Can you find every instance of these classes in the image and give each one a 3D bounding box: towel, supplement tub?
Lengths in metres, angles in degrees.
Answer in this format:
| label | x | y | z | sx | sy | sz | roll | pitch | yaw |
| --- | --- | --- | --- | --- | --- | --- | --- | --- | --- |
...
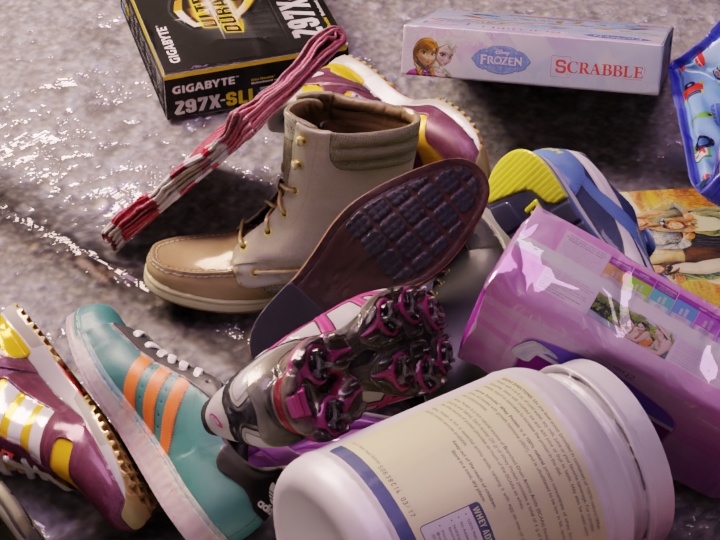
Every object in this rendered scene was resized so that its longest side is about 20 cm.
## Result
| label | x | y | z | sx | sy | sz | roll | pitch | yaw |
| --- | --- | --- | --- | --- | --- | --- | --- | --- | --- |
| towel | -0.103 | -0.097 | 1.466 | 0.023 | 0.200 | 0.144 | 48 | 44 | -7 |
| supplement tub | 0.066 | 0.142 | 1.154 | 0.200 | 0.145 | 0.145 | -21 | 41 | -24 |

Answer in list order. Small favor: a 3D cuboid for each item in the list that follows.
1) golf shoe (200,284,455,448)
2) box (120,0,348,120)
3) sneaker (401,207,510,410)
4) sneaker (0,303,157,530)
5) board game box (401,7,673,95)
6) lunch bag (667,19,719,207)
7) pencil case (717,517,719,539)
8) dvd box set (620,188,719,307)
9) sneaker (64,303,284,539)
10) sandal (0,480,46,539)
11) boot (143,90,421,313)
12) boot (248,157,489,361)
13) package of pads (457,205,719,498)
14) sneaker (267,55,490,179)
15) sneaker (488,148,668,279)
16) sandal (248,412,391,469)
| label | x | y | z | sx | sy | sz | roll | pitch | yaw |
| --- | --- | --- | --- | --- | --- | --- | --- | --- | --- |
| golf shoe | -0.017 | 0.057 | 1.223 | 0.092 | 0.073 | 0.200 | -12 | 4 | 35 |
| box | -0.111 | -0.210 | 1.709 | 0.159 | 0.049 | 0.200 | -9 | 38 | -13 |
| sneaker | 0.059 | 0.024 | 1.366 | 0.106 | 0.075 | 0.200 | -10 | 39 | -15 |
| sneaker | -0.207 | 0.112 | 1.279 | 0.090 | 0.075 | 0.200 | -37 | 50 | -7 |
| board game box | 0.146 | -0.177 | 1.594 | 0.199 | 0.041 | 0.200 | 6 | 12 | 11 |
| lunch bag | 0.308 | -0.078 | 1.445 | 0.150 | 0.094 | 0.200 | 27 | 43 | -17 |
| pencil case | 0.192 | 0.208 | 1.104 | 0.091 | 0.094 | 0.200 | 24 | 45 | 30 |
| dvd box set | 0.212 | -0.007 | 1.439 | 0.199 | 0.029 | 0.146 | -3 | 37 | -2 |
| sneaker | -0.113 | 0.087 | 1.259 | 0.080 | 0.071 | 0.200 | -37 | 62 | 1 |
| sandal | -0.267 | 0.148 | 1.230 | 0.201 | 0.080 | 0.057 | 15 | 57 | 31 |
| boot | -0.056 | -0.049 | 1.401 | 0.199 | 0.155 | 0.072 | -1 | 37 | -2 |
| boot | 0.000 | 0.000 | 1.340 | 0.200 | 0.097 | 0.075 | -40 | 89 | -10 |
| package of pads | 0.167 | 0.054 | 1.240 | 0.200 | 0.121 | 0.076 | 29 | 61 | 7 |
| sneaker | 0.013 | -0.095 | 1.527 | 0.090 | 0.075 | 0.200 | -33 | 40 | -24 |
| sneaker | 0.169 | -0.001 | 1.343 | 0.082 | 0.074 | 0.200 | -19 | 77 | -53 |
| sandal | -0.040 | 0.100 | 1.292 | 0.202 | 0.050 | 0.083 | 4 | 36 | 10 |
